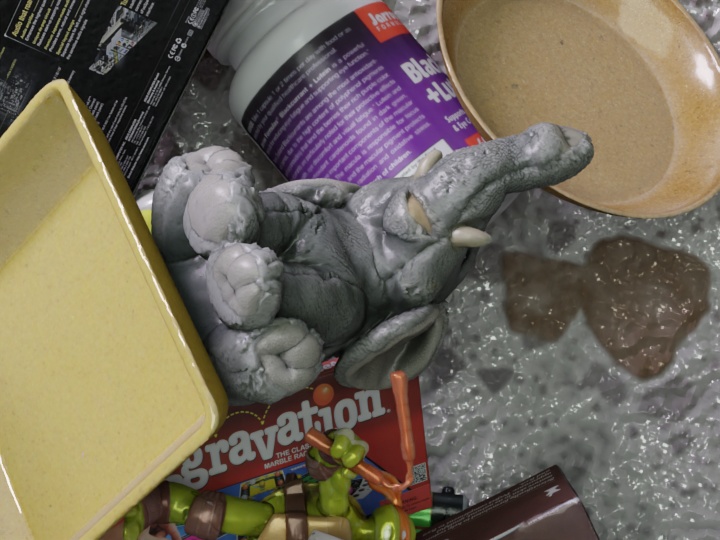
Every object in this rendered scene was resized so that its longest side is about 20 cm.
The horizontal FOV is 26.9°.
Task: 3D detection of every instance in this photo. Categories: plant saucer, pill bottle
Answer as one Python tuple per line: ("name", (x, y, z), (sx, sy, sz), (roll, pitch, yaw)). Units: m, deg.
("plant saucer", (0.125, -0.108, 0.865), (0.200, 0.035, 0.201), (14, 56, -21))
("plant saucer", (-0.150, 0.044, 0.735), (0.200, 0.048, 0.200), (-42, 62, 29))
("pill bottle", (-0.006, -0.093, 0.876), (0.111, 0.111, 0.200), (-40, 84, 0))

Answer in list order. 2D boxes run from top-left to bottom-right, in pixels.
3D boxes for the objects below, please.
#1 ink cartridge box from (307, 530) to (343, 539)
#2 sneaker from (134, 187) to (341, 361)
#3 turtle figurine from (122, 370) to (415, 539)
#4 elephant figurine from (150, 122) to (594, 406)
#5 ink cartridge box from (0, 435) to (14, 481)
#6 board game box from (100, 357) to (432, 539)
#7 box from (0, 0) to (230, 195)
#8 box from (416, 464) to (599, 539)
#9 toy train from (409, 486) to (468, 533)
("ink cartridge box", (0.036, 0.233, 0.740), (0.200, 0.084, 0.146), (23, 113, -10))
("sneaker", (-0.065, 0.039, 0.844), (0.075, 0.076, 0.200), (-20, 116, 36))
("turtle figurine", (-0.039, 0.130, 0.773), (0.161, 0.064, 0.200), (-2, 123, -6))
("elephant figurine", (0.000, 0.000, 0.765), (0.200, 0.155, 0.142), (-11, 104, -34))
("ink cartridge box", (-0.265, 0.134, 0.858), (0.200, 0.147, 0.145), (27, 86, 7))
("board game box", (-0.055, 0.112, 0.824), (0.200, 0.019, 0.103), (-16, 111, -23))
("box", (-0.163, -0.148, 0.797), (0.164, 0.086, 0.200), (22, 110, -19))
("box", (0.113, 0.223, 0.841), (0.100, 0.075, 0.200), (-26, 100, 2))
("toy train", (-0.026, 0.149, 0.893), (0.200, 0.042, 0.057), (6, 67, 1))
